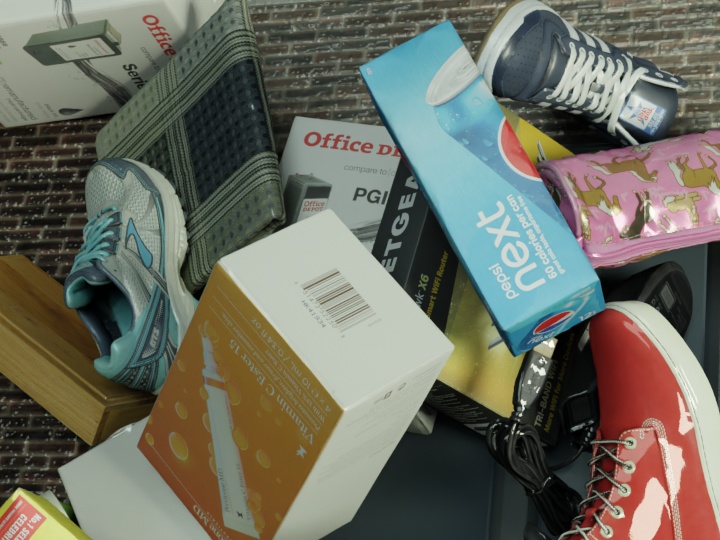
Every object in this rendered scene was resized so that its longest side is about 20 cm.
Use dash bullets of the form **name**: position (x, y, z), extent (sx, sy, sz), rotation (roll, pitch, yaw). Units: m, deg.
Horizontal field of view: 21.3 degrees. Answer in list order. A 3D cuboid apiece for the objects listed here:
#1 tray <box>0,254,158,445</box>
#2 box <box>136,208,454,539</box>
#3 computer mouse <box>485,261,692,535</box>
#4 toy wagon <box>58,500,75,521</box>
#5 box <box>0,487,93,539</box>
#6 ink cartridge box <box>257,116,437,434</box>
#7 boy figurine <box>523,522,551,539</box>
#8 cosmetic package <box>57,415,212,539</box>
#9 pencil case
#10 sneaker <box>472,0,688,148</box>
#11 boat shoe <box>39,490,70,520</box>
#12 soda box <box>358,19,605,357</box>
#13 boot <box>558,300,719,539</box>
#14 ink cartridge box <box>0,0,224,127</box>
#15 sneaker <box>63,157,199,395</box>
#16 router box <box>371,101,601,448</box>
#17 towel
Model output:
- **tray**: position (-0.222, 0.053, 1.388), extent (0.200, 0.099, 0.037), rotation (35, 114, 28)
- **box**: position (-0.046, 0.081, 1.199), extent (0.097, 0.200, 0.124), rotation (-27, 66, -38)
- **computer mouse**: position (0.142, 0.062, 1.249), extent (0.046, 0.140, 0.200), rotation (18, 71, 39)
- **toy wagon**: position (-0.289, 0.230, 1.359), extent (0.199, 0.040, 0.156), rotation (8, 67, 22)
- **box**: position (-0.161, 0.227, 1.207), extent (0.200, 0.050, 0.075), rotation (38, 85, 21)
- **ink cartridge box**: position (0.000, 0.000, 1.352), extent (0.146, 0.083, 0.201), rotation (8, 68, 22)
- **boy figurine**: position (0.071, 0.260, 1.213), extent (0.124, 0.064, 0.200), rotation (38, 81, 29)
- **cosmetic package**: position (-0.114, 0.201, 1.289), extent (0.107, 0.085, 0.200), rotation (-28, 59, 3)
- **pencil case**: position (0.208, -0.048, 1.268), extent (0.199, 0.086, 0.083), rotation (-10, 93, -18)
- **sneaker**: position (0.155, -0.128, 1.310), extent (0.108, 0.200, 0.070), rotation (33, 104, 21)
- **boat shoe**: position (-0.188, 0.248, 1.277), extent (0.060, 0.072, 0.202), rotation (-26, 76, -14)
- **soda box**: position (0.075, -0.052, 1.191), extent (0.068, 0.064, 0.200), rotation (-28, 70, 1)
- **boot**: position (0.152, 0.128, 1.172), extent (0.144, 0.072, 0.201), rotation (-20, 93, -28)
- **ink cartridge box**: position (-0.214, -0.191, 1.480), extent (0.199, 0.146, 0.084), rotation (-6, 63, 15)
- **sneaker**: position (-0.168, -0.004, 1.347), extent (0.078, 0.086, 0.200), rotation (-47, 50, 34)
- **router box**: position (0.085, -0.002, 1.284), extent (0.052, 0.157, 0.201), rotation (-11, 56, 51)
- **towel**: position (-0.125, -0.071, 1.407), extent (0.200, 0.034, 0.193), rotation (-37, 54, 40)
